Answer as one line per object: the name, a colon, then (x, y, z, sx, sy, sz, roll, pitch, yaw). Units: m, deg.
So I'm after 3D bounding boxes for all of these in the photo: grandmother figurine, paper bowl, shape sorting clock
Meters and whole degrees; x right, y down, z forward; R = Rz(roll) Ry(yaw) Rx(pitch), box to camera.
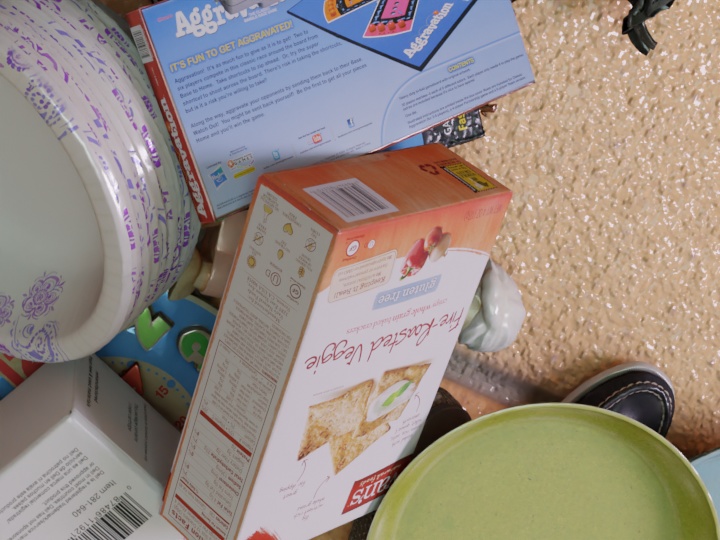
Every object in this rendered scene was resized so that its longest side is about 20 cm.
grandmother figurine: (0.000, 0.000, 0.865, 0.199, 0.061, 0.122, 16, 96, -12)
paper bowl: (-0.166, -0.062, 0.778, 0.200, 0.104, 0.202, 19, 130, 25)
shape sorting clock: (-0.142, 0.099, 0.886, 0.199, 0.039, 0.201, -1, 105, -5)

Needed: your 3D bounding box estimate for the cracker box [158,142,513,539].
cracker box: (-0.013, 0.043, 0.769, 0.058, 0.134, 0.201, 36, 122, 29)

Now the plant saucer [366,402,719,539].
plant saucer: (0.098, 0.160, 0.855, 0.199, 0.031, 0.201, -1, 109, -4)

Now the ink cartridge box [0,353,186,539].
ink cartridge box: (-0.138, 0.161, 0.846, 0.145, 0.084, 0.200, -39, 115, 11)

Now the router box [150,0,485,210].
router box: (-0.032, -0.146, 0.800, 0.148, 0.051, 0.201, -18, 100, -13)

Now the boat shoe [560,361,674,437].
boat shoe: (0.118, 0.142, 0.911, 0.074, 0.060, 0.200, 41, 98, -15)

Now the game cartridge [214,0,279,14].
game cartridge: (-0.056, -0.222, 0.734, 0.133, 0.042, 0.200, -30, 69, -14)

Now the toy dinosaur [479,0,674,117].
toy dinosaur: (0.112, -0.182, 0.824, 0.135, 0.102, 0.201, 25, 120, 4)

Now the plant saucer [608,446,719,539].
plant saucer: (0.219, 0.183, 0.929, 0.199, 0.036, 0.201, -6, 113, -16)

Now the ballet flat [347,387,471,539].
ballet flat: (0.015, 0.158, 0.918, 0.067, 0.046, 0.201, 0, 114, -38)

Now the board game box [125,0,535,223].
board game box: (-0.008, -0.107, 0.752, 0.199, 0.019, 0.104, -25, 104, -28)
